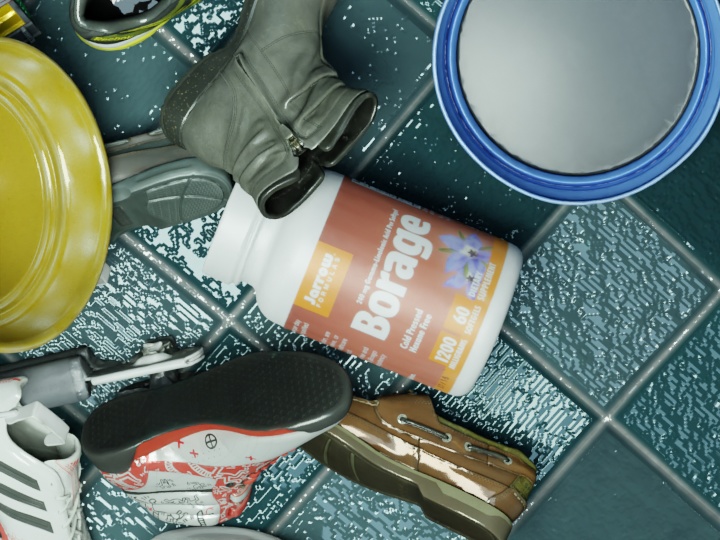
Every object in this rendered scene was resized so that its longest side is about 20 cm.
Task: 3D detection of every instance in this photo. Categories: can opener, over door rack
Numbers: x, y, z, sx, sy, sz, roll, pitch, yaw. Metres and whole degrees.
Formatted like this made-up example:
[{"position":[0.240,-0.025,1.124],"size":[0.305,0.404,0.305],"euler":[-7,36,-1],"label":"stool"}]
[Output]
[{"position":[-0.201,0.091,1.466],"size":[0.199,0.053,0.067],"euler":[-13,100,6],"label":"can opener"},{"position":[-0.281,0.043,1.394],"size":[0.199,0.148,0.067],"euler":[-3,141,18],"label":"over door rack"}]

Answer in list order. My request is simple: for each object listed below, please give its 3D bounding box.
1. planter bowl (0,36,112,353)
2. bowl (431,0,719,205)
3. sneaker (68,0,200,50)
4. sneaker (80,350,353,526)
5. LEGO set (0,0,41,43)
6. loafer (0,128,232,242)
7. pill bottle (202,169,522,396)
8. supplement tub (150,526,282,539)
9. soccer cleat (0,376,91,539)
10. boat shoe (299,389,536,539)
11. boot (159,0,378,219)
[{"position":[-0.256,-0.047,1.336],"size":[0.083,0.200,0.201],"euler":[-2,101,35],"label":"planter bowl"},{"position":[0.149,-0.146,1.416],"size":[0.200,0.039,0.201],"euler":[1,100,3],"label":"bowl"},{"position":[-0.112,-0.210,1.394],"size":[0.200,0.085,0.075],"euler":[-37,97,8],"label":"sneaker"},{"position":[-0.082,0.119,1.432],"size":[0.201,0.067,0.108],"euler":[-14,140,19],"label":"sneaker"},{"position":[-0.307,-0.199,1.357],"size":[0.153,0.116,0.200],"euler":[-24,77,1],"label":"LEGO set"},{"position":[-0.186,-0.057,1.443],"size":[0.199,0.072,0.063],"euler":[-11,55,7],"label":"loafer"},{"position":[0.000,0.000,1.411],"size":[0.200,0.112,0.112],"euler":[22,100,-1],"label":"pill bottle"},{"position":[-0.103,0.291,1.461],"size":[0.122,0.123,0.201],"euler":[6,100,2],"label":"supplement tub"},{"position":[-0.221,0.156,1.447],"size":[0.085,0.069,0.200],"euler":[-21,118,17],"label":"soccer cleat"},{"position":[0.028,0.120,1.460],"size":[0.200,0.072,0.068],"euler":[29,70,5],"label":"boat shoe"},{"position":[-0.031,-0.132,1.369],"size":[0.131,0.068,0.200],"euler":[33,85,36],"label":"boot"}]
